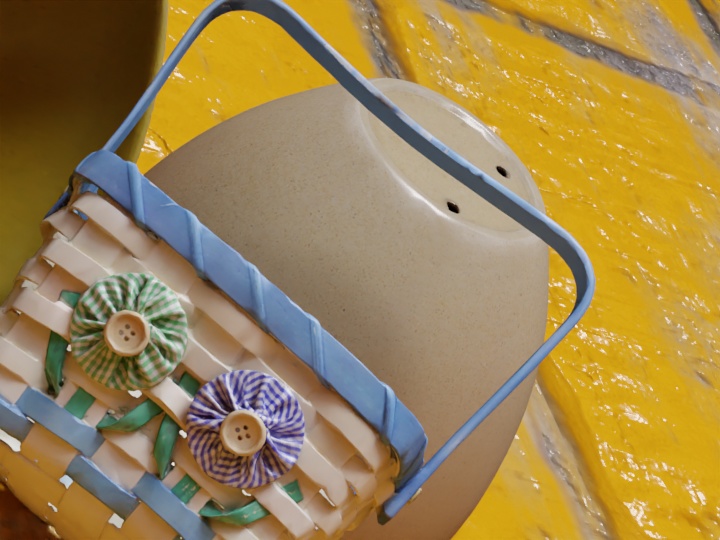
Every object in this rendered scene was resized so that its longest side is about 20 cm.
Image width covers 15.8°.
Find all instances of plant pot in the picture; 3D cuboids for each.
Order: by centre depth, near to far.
[{"bbox_3d":[-0.181,-0.069,0.925,0.142,0.200,0.200,23,24,19],"label":"plant pot"},{"bbox_3d":[0.000,0.000,1.063,0.200,0.135,0.200,29,29,-18],"label":"plant pot"}]

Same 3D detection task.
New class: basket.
[{"bbox_3d":[-0.035,0.021,0.922,0.176,0.139,0.200,37,70,3],"label":"basket"}]
